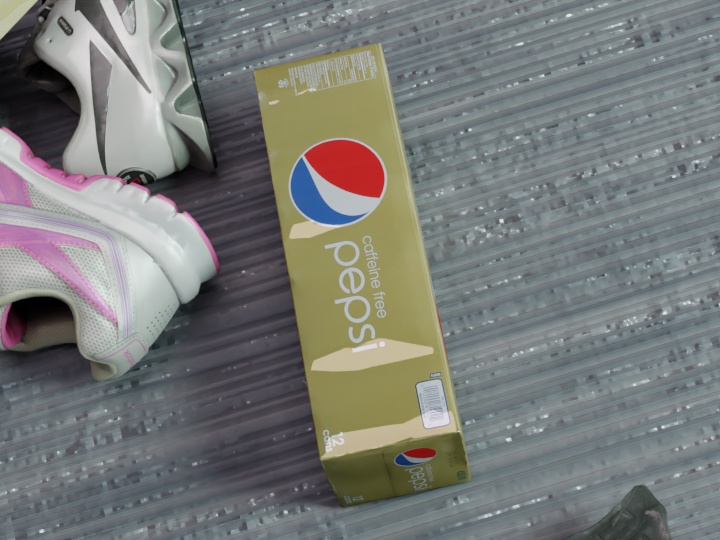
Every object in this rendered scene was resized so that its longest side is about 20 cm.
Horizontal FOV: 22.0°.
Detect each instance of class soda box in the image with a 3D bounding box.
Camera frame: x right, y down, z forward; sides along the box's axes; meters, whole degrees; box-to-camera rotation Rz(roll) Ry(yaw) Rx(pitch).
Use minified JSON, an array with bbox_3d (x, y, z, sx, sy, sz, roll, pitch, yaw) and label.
[{"bbox_3d":[0.000,0.000,0.849,0.064,0.068,0.201,-11,64,3],"label":"soda box"}]

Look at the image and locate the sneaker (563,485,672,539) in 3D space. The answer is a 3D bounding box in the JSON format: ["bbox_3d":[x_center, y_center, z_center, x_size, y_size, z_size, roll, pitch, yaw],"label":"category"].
[{"bbox_3d":[0.056,0.175,0.766,0.199,0.060,0.104,-25,65,-10],"label":"sneaker"}]

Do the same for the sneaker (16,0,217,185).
[{"bbox_3d":[-0.134,-0.133,0.927,0.088,0.074,0.201,-13,63,-1],"label":"sneaker"}]

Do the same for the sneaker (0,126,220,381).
[{"bbox_3d":[-0.171,-0.013,0.872,0.199,0.081,0.088,21,68,17],"label":"sneaker"}]

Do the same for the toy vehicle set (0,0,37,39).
[{"bbox_3d":[-0.253,-0.123,0.917,0.200,0.027,0.124,23,67,46],"label":"toy vehicle set"}]
